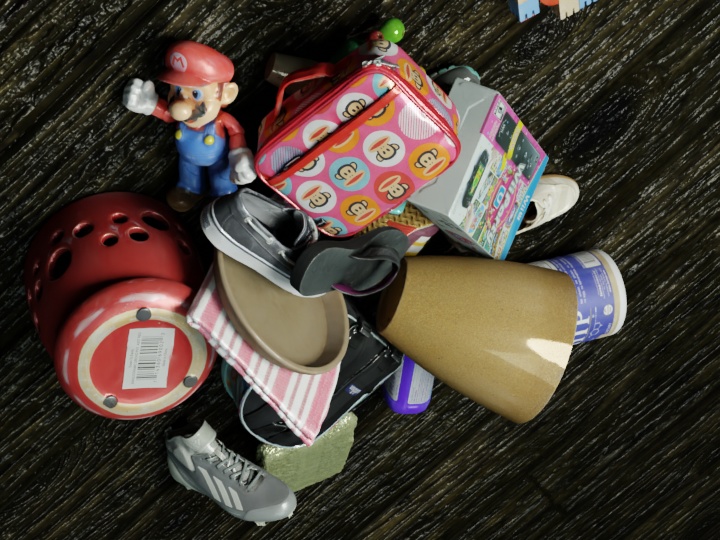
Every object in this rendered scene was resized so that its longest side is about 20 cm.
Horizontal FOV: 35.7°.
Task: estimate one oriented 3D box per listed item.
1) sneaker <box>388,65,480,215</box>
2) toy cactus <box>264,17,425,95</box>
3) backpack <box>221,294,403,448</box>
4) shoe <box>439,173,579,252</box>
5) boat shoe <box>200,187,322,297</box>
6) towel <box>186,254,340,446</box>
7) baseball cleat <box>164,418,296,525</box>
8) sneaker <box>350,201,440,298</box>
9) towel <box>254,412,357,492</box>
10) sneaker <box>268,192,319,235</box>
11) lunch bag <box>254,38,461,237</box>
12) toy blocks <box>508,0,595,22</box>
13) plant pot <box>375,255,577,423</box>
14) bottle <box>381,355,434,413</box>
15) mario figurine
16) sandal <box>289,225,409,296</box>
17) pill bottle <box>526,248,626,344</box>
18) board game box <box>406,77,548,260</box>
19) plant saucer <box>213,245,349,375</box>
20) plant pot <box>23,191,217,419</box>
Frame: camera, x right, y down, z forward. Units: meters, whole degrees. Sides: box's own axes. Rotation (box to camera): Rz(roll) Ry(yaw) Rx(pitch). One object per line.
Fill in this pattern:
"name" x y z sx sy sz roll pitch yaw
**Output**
"sneaker" 0.076 -0.144 1.297 0.077 0.092 0.201 28 109 -39
"toy cactus" -0.026 -0.188 1.225 0.162 0.103 0.201 16 126 -22
"backpack" -0.071 0.113 1.372 0.200 0.151 0.177 -46 137 5
"shoe" 0.197 -0.069 1.435 0.197 0.054 0.071 -17 130 -13
"boat shoe" -0.077 -0.033 1.176 0.067 0.073 0.199 -29 141 27
"towel" -0.100 0.075 1.198 0.030 0.147 0.200 -31 111 29
"baseball cleat" -0.172 0.251 1.412 0.070 0.197 0.108 -50 142 -43
"sneaker" 0.050 -0.048 1.377 0.199 0.075 0.090 -40 166 -10
"towel" -0.079 0.251 1.508 0.146 0.037 0.201 -21 155 -17
"sneaker" -0.121 -0.014 1.310 0.080 0.088 0.202 35 82 -23
"lunch bag" -0.011 -0.142 1.156 0.199 0.083 0.176 -33 122 28
"toy blocks" 0.225 -0.344 1.232 0.198 0.101 0.138 -28 142 -5
"plant pot" 0.124 0.061 1.318 0.197 0.187 0.189 18 117 -13
"bottle" 0.071 0.091 1.472 0.064 0.084 0.203 -1 124 -13
"mario figurine" -0.178 -0.141 1.168 0.121 0.107 0.203 -12 130 -15
"sandal" -0.001 0.001 1.205 0.199 0.048 0.076 -15 134 -55
"pill bottle" 0.243 0.047 1.498 0.196 0.120 0.121 -12 128 -17
"board game box" 0.139 -0.109 1.293 0.150 0.064 0.200 -66 152 -4
"plant saucer" -0.088 0.023 1.207 0.029 0.203 0.199 -31 136 30
"plant pot" -0.258 0.044 1.216 0.197 0.183 0.203 -11 127 -15
